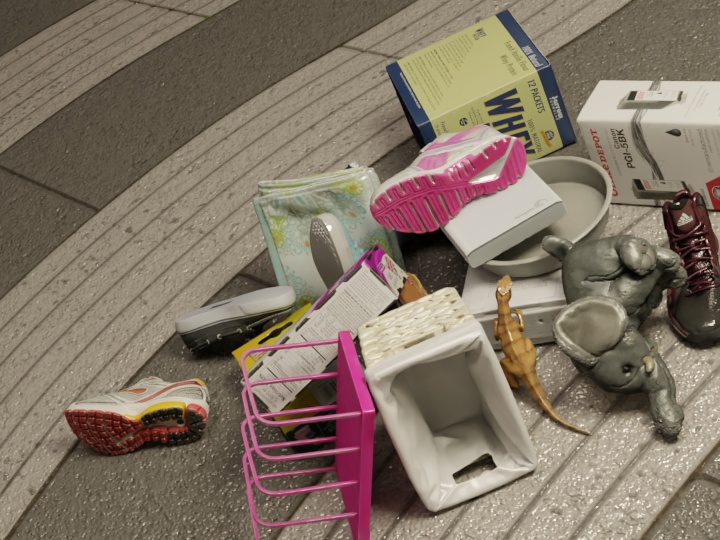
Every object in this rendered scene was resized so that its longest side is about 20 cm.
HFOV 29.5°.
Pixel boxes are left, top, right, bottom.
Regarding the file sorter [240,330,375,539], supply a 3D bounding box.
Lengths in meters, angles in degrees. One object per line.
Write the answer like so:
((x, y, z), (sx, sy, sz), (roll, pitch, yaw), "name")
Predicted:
((-0.061, 0.190, 1.466), (0.125, 0.201, 0.139), (-5, 34, -11), "file sorter")

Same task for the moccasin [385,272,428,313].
((0.084, 0.082, 1.626), (0.077, 0.074, 0.202), (-8, 46, -34), "moccasin")

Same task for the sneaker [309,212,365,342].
((0.000, 0.000, 1.698), (0.082, 0.200, 0.074), (-37, 37, -22), "sneaker")

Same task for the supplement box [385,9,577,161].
((0.169, -0.239, 1.947), (0.199, 0.135, 0.200), (-25, 35, 2), "supplement box")

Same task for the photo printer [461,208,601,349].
((0.210, 0.002, 1.674), (0.166, 0.070, 0.200), (-11, 38, 23), "photo printer")

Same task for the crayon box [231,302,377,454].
((-0.068, 0.132, 1.699), (0.127, 0.051, 0.200), (-31, 37, -7), "crayon box")

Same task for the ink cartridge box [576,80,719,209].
((0.387, -0.155, 1.698), (0.199, 0.147, 0.083), (6, 48, 38), "ink cartridge box")

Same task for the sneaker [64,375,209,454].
((-0.284, 0.183, 1.760), (0.199, 0.078, 0.082), (-5, 36, 13), "sneaker")

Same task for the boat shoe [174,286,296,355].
((-0.159, 0.067, 1.805), (0.199, 0.057, 0.069), (-15, 11, 36), "boat shoe")

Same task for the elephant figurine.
((0.273, 0.069, 1.490), (0.155, 0.141, 0.201), (-12, 57, 59), "elephant figurine")

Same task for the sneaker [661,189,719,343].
((0.373, -0.017, 1.559), (0.075, 0.116, 0.200), (-15, 37, 15), "sneaker")

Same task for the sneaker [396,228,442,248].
((0.079, -0.060, 1.815), (0.146, 0.077, 0.202), (-30, 24, -24), "sneaker")

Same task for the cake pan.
((0.213, -0.063, 1.659), (0.200, 0.037, 0.201), (-19, 35, 14), "cake pan")

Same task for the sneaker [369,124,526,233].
((0.099, -0.114, 1.666), (0.199, 0.082, 0.088), (-24, 32, -7), "sneaker")

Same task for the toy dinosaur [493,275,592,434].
((0.183, 0.108, 1.549), (0.060, 0.201, 0.106), (-24, -8, -7), "toy dinosaur")

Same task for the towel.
((-0.037, -0.033, 1.763), (0.171, 0.201, 0.048), (-7, 22, 26), "towel")

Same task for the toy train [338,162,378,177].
((-0.024, -0.048, 1.802), (0.056, 0.201, 0.042), (30, 32, 22), "toy train")

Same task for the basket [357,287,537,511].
((0.090, 0.134, 1.477), (0.135, 0.200, 0.123), (-23, 31, 2), "basket")

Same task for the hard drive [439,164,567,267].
((0.153, -0.089, 1.680), (0.132, 0.027, 0.200), (-30, 34, -2), "hard drive")

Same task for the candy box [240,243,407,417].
((-0.039, 0.067, 1.566), (0.200, 0.061, 0.136), (-44, 2, 12), "candy box")
